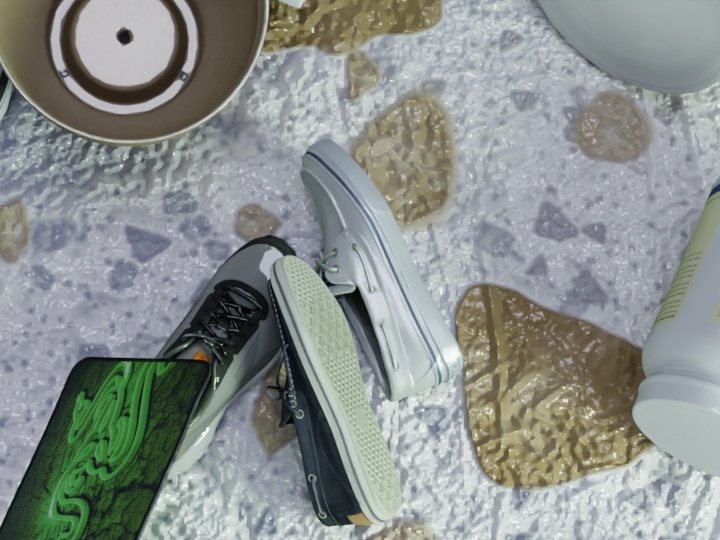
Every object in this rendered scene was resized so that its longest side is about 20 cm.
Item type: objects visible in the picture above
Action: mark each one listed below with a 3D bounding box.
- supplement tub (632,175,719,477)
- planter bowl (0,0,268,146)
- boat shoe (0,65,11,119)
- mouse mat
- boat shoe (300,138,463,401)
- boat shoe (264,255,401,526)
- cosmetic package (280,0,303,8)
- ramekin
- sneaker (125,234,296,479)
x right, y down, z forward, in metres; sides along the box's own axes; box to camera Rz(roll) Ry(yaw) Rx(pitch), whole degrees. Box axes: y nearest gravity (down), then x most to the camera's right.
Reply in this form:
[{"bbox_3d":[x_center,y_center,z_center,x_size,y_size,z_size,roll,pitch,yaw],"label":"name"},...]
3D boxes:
[{"bbox_3d":[0.288,0.038,1.788,0.144,0.145,0.201,26,70,3],"label":"supplement tub"},{"bbox_3d":[-0.170,-0.181,1.805,0.198,0.135,0.202,1,83,-7],"label":"planter bowl"},{"bbox_3d":[-0.282,-0.205,1.846,0.073,0.068,0.201,10,70,-3],"label":"boat shoe"},{"bbox_3d":[-0.186,0.147,1.703,0.008,0.160,0.201,39,64,-35],"label":"mouse mat"},{"bbox_3d":[0.000,0.000,1.804,0.066,0.074,0.201,-28,77,-17],"label":"boat shoe"},{"bbox_3d":[-0.032,0.088,1.762,0.062,0.074,0.202,-21,86,25],"label":"boat shoe"},{"bbox_3d":[-0.094,-0.333,1.830,0.199,0.200,0.123,23,46,3],"label":"cosmetic package"},{"bbox_3d":[0.224,-0.240,1.856,0.202,0.203,0.094,39,59,7],"label":"ramekin"},{"bbox_3d":[-0.102,0.058,1.770,0.074,0.079,0.201,30,69,6],"label":"sneaker"}]
